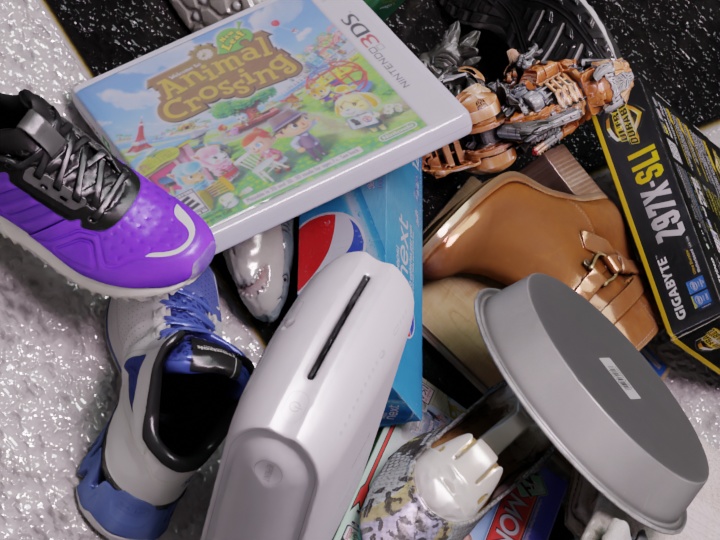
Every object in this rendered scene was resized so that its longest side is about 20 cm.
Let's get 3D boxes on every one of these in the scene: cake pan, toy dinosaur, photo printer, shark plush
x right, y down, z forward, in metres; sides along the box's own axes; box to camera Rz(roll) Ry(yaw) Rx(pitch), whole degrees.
[{"bbox_3d":[0.153,0.079,1.694,0.200,0.037,0.200,43,18,-17],"label":"cake pan"},{"bbox_3d":[0.083,-0.108,1.821,0.199,0.102,0.136,-3,17,-15],"label":"toy dinosaur"},{"bbox_3d":[-0.032,0.096,1.551,0.069,0.200,0.167,23,47,7],"label":"photo printer"},{"bbox_3d":[-0.066,-0.049,1.763,0.083,0.091,0.200,51,19,-22],"label":"shark plush"}]

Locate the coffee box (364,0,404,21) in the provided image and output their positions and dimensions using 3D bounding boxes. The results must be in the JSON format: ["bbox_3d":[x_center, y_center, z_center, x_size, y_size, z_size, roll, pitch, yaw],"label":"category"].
[{"bbox_3d":[0.003,-0.248,1.835,0.044,0.200,0.123,-21,72,-47],"label":"coffee box"}]

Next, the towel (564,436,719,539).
[{"bbox_3d":[0.224,0.170,1.803,0.200,0.034,0.133,33,47,-22],"label":"towel"}]

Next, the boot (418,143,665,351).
[{"bbox_3d":[0.130,0.006,1.817,0.200,0.074,0.155,-29,83,-44],"label":"boot"}]

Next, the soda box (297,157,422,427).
[{"bbox_3d":[0.000,0.000,1.716,0.068,0.064,0.200,50,34,-54],"label":"soda box"}]

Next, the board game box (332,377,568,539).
[{"bbox_3d":[0.048,0.173,1.685,0.134,0.029,0.200,35,45,-10],"label":"board game box"}]

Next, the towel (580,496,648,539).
[{"bbox_3d":[0.158,0.266,1.624,0.193,0.034,0.200,65,35,-31],"label":"towel"}]

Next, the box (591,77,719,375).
[{"bbox_3d":[0.242,-0.023,1.913,0.160,0.049,0.200,33,36,-57],"label":"box"}]

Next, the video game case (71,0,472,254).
[{"bbox_3d":[-0.059,-0.103,1.693,0.200,0.022,0.182,-26,46,-15],"label":"video game case"}]

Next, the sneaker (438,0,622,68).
[{"bbox_3d":[0.139,-0.178,1.937,0.079,0.074,0.200,17,21,-39],"label":"sneaker"}]

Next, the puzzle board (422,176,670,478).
[{"bbox_3d":[0.114,0.043,1.839,0.200,0.017,0.151,44,42,-3],"label":"puzzle board"}]

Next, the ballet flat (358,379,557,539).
[{"bbox_3d":[0.071,0.118,1.673,0.072,0.072,0.200,50,44,4],"label":"ballet flat"}]

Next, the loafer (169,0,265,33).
[{"bbox_3d":[-0.051,-0.165,1.816,0.200,0.070,0.070,39,38,10],"label":"loafer"}]

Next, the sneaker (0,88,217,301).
[{"bbox_3d":[-0.180,-0.054,1.576,0.200,0.100,0.070,24,60,17],"label":"sneaker"}]

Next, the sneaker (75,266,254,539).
[{"bbox_3d":[-0.103,0.059,1.591,0.080,0.115,0.200,25,47,-21],"label":"sneaker"}]
